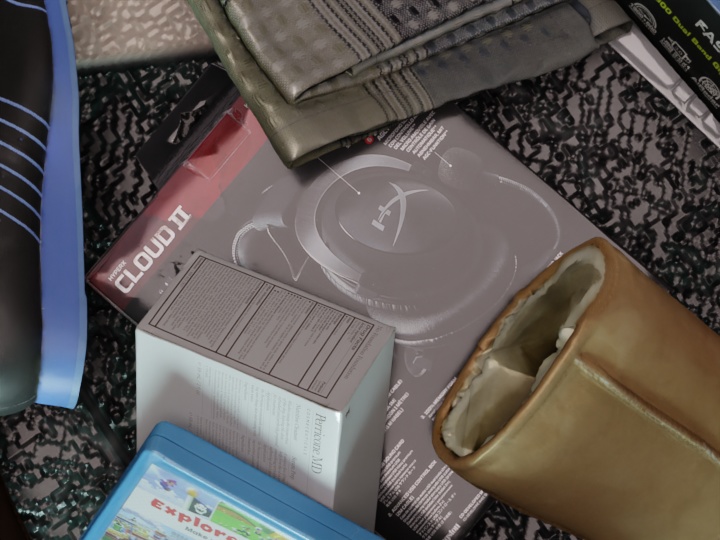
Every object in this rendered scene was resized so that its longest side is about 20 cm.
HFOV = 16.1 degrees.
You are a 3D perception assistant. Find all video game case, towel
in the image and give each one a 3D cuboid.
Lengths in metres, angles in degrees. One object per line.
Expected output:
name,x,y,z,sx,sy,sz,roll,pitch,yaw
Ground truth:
video game case,-0.050,0.145,0.961,0.143,0.200,0.018,30,48,-6
towel,0.003,-0.152,0.981,0.192,0.035,0.201,-24,81,-35

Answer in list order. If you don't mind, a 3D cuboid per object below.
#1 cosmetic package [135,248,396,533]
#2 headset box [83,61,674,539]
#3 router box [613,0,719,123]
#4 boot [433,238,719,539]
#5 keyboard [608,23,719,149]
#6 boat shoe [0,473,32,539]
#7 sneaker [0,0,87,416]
cosmetic package,-0.037,0.088,0.955,0.082,0.200,0.051,23,49,16
headset box,0.000,0.000,1.013,0.200,0.077,0.149,40,90,4
router box,0.178,-0.164,0.990,0.200,0.062,0.150,-40,88,-18
boot,0.151,0.047,0.959,0.200,0.066,0.175,34,89,-29
keyboard,0.152,-0.084,1.043,0.200,0.011,0.056,44,90,3
boat shoe,-0.177,0.052,1.021,0.067,0.072,0.200,-34,85,3
sneaker,-0.152,-0.041,0.998,0.078,0.070,0.201,0,68,-16
